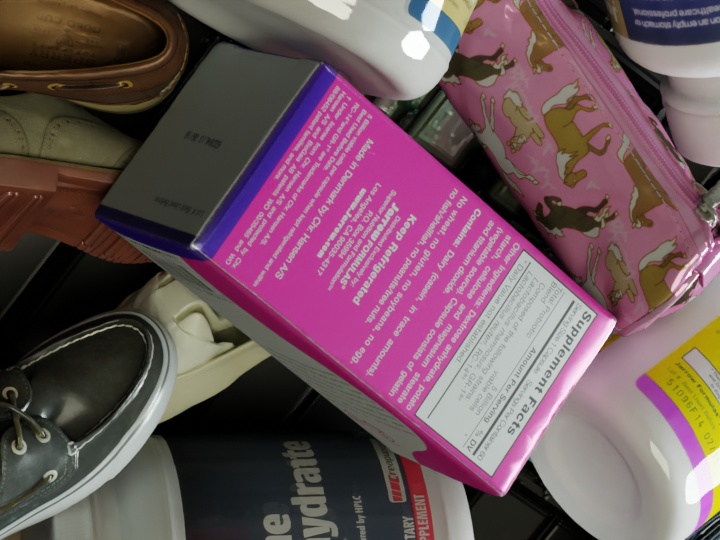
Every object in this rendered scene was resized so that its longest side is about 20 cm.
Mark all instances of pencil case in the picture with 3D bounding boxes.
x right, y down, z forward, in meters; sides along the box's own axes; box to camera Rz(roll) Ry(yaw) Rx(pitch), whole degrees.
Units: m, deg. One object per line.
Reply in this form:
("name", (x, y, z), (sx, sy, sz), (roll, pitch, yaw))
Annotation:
("pencil case", (0.095, -0.070, 1.287), (0.086, 0.083, 0.200), (-37, 84, 16))

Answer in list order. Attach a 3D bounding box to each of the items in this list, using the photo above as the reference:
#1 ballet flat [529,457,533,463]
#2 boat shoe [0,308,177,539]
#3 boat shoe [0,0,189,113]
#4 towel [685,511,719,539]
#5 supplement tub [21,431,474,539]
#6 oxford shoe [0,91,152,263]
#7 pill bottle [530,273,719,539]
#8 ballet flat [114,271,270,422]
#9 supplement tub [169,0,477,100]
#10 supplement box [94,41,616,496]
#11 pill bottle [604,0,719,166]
("ballet flat", (0.084, 0.057, 1.399), (0.200, 0.070, 0.065), (34, 74, -27))
("boat shoe", (-0.165, 0.085, 1.257), (0.200, 0.057, 0.069), (-39, 73, -11))
("boat shoe", (-0.170, -0.113, 1.209), (0.199, 0.068, 0.072), (10, 87, -9))
("towel", (0.203, 0.135, 1.444), (0.200, 0.049, 0.112), (-42, 153, 5))
("supplement tub", (-0.055, 0.147, 1.348), (0.199, 0.140, 0.141), (-1, 112, -15))
("oxford shoe", (-0.122, -0.051, 1.283), (0.200, 0.074, 0.071), (7, 145, -41))
("pill bottle", (0.178, 0.043, 1.358), (0.200, 0.104, 0.105), (-35, 119, -28))
("ballet flat", (-0.061, 0.013, 1.327), (0.200, 0.069, 0.070), (-27, 116, -7))
("supplement tub", (0.005, -0.189, 1.205), (0.144, 0.145, 0.201), (27, 84, -23))
("supplement box", (0.000, 0.000, 1.250), (0.200, 0.101, 0.104), (41, 78, -29))
("pill bottle", (0.164, -0.155, 1.293), (0.119, 0.120, 0.201), (-20, 115, -6))
